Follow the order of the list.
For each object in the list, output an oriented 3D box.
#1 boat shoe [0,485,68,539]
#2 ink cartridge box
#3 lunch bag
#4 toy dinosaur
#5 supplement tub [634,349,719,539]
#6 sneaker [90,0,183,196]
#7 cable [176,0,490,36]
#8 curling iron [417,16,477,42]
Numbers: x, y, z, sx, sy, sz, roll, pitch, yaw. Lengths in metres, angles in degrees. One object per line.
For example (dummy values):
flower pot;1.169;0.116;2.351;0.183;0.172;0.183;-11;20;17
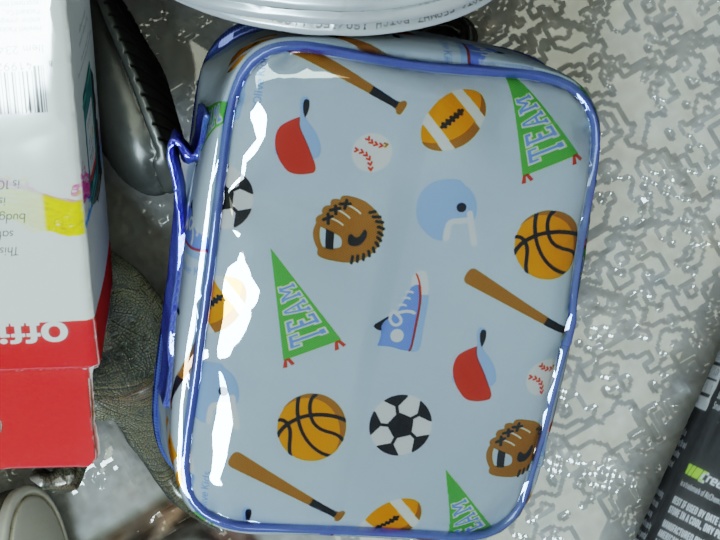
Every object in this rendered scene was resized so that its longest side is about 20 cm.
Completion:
boat shoe;-0.142;0.187;0.857;0.057;0.067;0.201;-7;86;22
ink cartridge box;-0.150;-0.030;0.770;0.116;0.067;0.201;-1;118;0
lunch bag;0.000;0.000;0.819;0.159;0.076;0.201;5;104;-12
toy dinosaur;-0.119;0.024;0.852;0.200;0.077;0.102;44;98;4
supplement tub;0.177;0.066;0.825;0.107;0.107;0.201;25;91;2
sneaker;-0.139;-0.099;0.852;0.088;0.074;0.200;-33;75;1
cable;-0.019;-0.169;0.804;0.199;0.069;0.200;-7;46;-14
curling iron;0.086;-0.121;0.866;0.199;0.026;0.050;-29;65;0
